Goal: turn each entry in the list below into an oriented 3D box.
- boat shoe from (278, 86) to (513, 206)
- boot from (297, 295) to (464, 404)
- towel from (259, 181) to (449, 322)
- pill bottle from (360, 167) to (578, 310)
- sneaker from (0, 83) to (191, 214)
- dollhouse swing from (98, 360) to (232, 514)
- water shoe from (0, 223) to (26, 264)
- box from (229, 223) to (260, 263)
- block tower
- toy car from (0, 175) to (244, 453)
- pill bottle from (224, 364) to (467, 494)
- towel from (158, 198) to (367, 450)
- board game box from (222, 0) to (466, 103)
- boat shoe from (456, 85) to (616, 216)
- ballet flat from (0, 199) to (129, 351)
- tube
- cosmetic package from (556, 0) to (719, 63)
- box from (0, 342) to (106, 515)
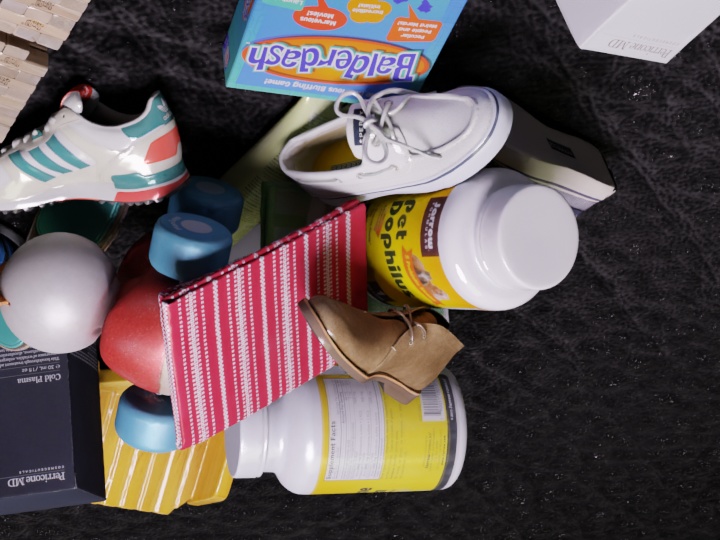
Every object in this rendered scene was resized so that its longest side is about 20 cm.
[{"bbox_3d":[0.015,-0.104,0.961,0.201,0.075,0.086,-10,157,41],"label":"boat shoe"},{"bbox_3d":[0.018,0.047,0.990,0.075,0.074,0.200,-37,152,13],"label":"boot"},{"bbox_3d":[0.000,0.000,1.088,0.199,0.150,0.031,1,177,-40],"label":"towel"},{"bbox_3d":[0.079,-0.024,1.006,0.109,0.110,0.200,15,172,-30],"label":"pill bottle"},{"bbox_3d":[-0.235,-0.102,1.002,0.198,0.070,0.094,-2,114,10],"label":"sneaker"},{"bbox_3d":[-0.203,0.182,1.314,0.199,0.183,0.176,16,-179,-32],"label":"dollhouse swing"},{"bbox_3d":[-0.344,-0.010,1.092,0.071,0.079,0.200,-16,147,12],"label":"water shoe"},{"bbox_3d":[-0.063,0.047,1.221,0.124,0.098,0.200,-21,145,17],"label":"box"},{"bbox_3d":[-0.239,-0.175,0.889,0.054,0.058,0.200,16,138,-32],"label":"block tower"},{"bbox_3d":[-0.212,0.016,1.017,0.199,0.177,0.185,14,112,-5],"label":"toy car"},{"bbox_3d":[-0.015,0.139,1.113,0.199,0.113,0.112,1,146,-16],"label":"pill bottle"},{"bbox_3d":[-0.068,0.039,0.981,0.199,0.022,0.145,-28,131,-34],"label":"towel"},{"bbox_3d":[-0.003,-0.202,0.906,0.151,0.045,0.200,4,146,-18],"label":"board game box"},{"bbox_3d":[0.124,-0.082,1.071,0.199,0.075,0.093,21,130,-37],"label":"boat shoe"},{"bbox_3d":[-0.257,-0.019,1.098,0.200,0.068,0.067,-50,178,13],"label":"ballet flat"},{"bbox_3d":[-0.076,-0.084,1.073,0.200,0.058,0.052,-39,94,31],"label":"tube"},{"bbox_3d":[0.233,-0.233,0.868,0.101,0.074,0.200,0,148,-37],"label":"cosmetic package"},{"bbox_3d":[-0.354,0.136,1.196,0.199,0.183,0.104,-7,162,3],"label":"box"}]
